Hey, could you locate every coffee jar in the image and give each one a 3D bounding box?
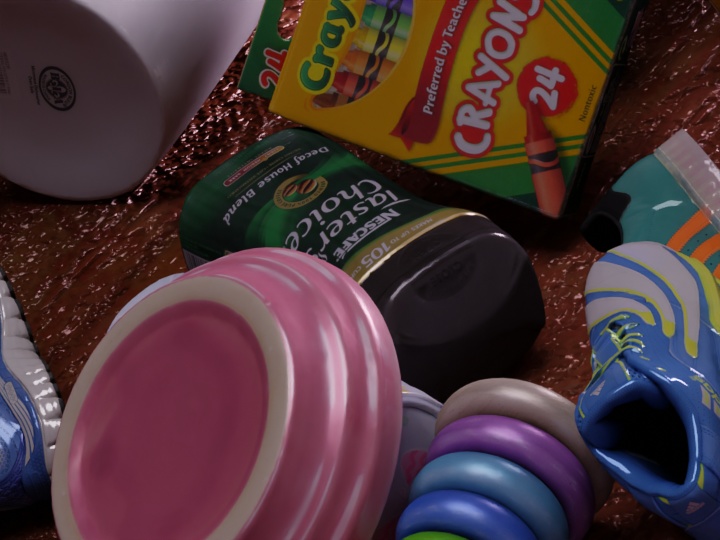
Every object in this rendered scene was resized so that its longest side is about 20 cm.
[{"bbox_3d":[0.000,0.000,1.434,0.104,0.086,0.200,-33,36,-22],"label":"coffee jar"}]

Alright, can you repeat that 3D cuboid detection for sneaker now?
[{"bbox_3d":[0.132,0.044,1.244,0.076,0.105,0.200,-43,44,15],"label":"sneaker"},{"bbox_3d":[0.170,0.015,1.355,0.080,0.071,0.200,-37,38,6],"label":"sneaker"},{"bbox_3d":[-0.206,0.059,1.454,0.089,0.079,0.200,-21,32,-10],"label":"sneaker"}]

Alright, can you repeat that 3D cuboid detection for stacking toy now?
[{"bbox_3d":[0.038,0.140,1.214,0.085,0.086,0.200,2,42,29],"label":"stacking toy"}]

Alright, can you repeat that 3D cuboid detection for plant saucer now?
[{"bbox_3d":[-0.071,0.080,1.279,0.200,0.051,0.201,-20,58,36],"label":"plant saucer"}]

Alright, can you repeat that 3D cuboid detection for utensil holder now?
[{"bbox_3d":[-0.146,-0.162,1.679,0.169,0.170,0.200,-1,38,25],"label":"utensil holder"}]

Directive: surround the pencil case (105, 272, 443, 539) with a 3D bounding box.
[{"bbox_3d":[-0.043,0.068,1.354,0.091,0.083,0.200,-33,35,-27],"label":"pencil case"}]

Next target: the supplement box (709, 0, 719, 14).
[{"bbox_3d":[0.277,-0.191,1.483,0.109,0.110,0.200,-41,4,-33],"label":"supplement box"}]

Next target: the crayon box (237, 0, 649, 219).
[{"bbox_3d":[0.037,-0.119,1.493,0.199,0.127,0.051,20,8,12],"label":"crayon box"}]
